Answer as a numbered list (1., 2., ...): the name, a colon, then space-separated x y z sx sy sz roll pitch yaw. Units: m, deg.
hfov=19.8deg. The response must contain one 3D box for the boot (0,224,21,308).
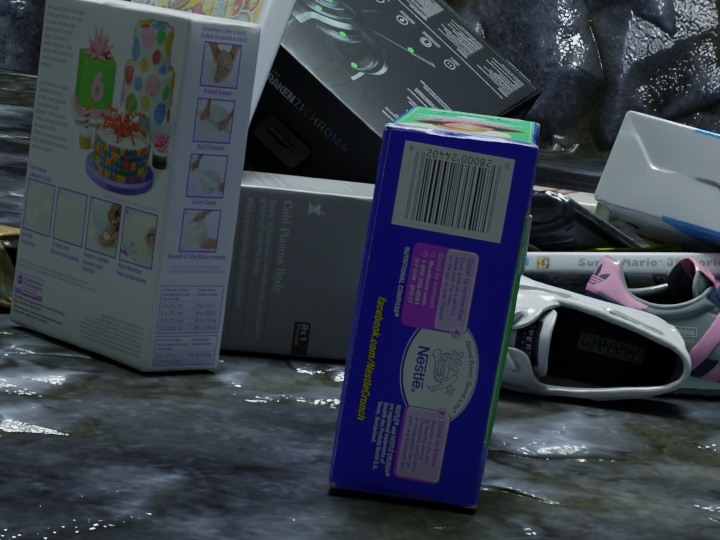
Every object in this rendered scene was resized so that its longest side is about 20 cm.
1. boot: -0.305 -0.023 1.336 0.174 0.067 0.199 -1 12 -43

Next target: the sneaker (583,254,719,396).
1. sneaker: 0.229 0.035 1.315 0.198 0.083 0.070 4 10 -25

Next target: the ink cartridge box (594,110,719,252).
1. ink cartridge box: 0.254 -0.037 1.426 0.115 0.068 0.200 19 -5 30

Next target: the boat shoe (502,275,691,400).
1. boat shoe: 0.101 0.036 1.231 0.198 0.074 0.065 5 4 -3

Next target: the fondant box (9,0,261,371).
1. fondant box: -0.134 -0.054 1.202 0.058 0.202 0.144 -1 11 -43

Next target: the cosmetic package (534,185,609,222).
1. cosmetic package: 0.093 -0.028 1.641 0.198 0.088 0.103 9 7 12

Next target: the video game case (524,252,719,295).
1. video game case: 0.184 0.013 1.409 0.198 0.018 0.143 0 -14 15

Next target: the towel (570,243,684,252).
1. towel: 0.209 0.010 1.484 0.085 0.018 0.200 0 -12 19

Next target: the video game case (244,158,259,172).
1. video game case: -0.061 -0.061 1.412 0.143 0.018 0.200 -19 62 -43

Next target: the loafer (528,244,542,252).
1. loafer: 0.107 -0.017 1.489 0.075 0.069 0.200 1 -13 15

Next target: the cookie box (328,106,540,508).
1. cookie box: 0.040 0.009 1.017 0.074 0.173 0.200 10 8 3

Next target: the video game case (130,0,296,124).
1. video game case: -0.117 -0.121 1.313 0.023 0.201 0.181 36 -29 -31

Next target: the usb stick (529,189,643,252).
1. usb stick: 0.157 -0.020 1.451 0.055 0.033 0.200 2 -11 26

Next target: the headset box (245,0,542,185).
1. headset box: -0.001 -0.122 1.422 0.174 0.093 0.200 43 37 9

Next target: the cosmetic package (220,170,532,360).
1. cosmetic package: 0.000 0.000 1.289 0.198 0.108 0.090 4 9 -9
